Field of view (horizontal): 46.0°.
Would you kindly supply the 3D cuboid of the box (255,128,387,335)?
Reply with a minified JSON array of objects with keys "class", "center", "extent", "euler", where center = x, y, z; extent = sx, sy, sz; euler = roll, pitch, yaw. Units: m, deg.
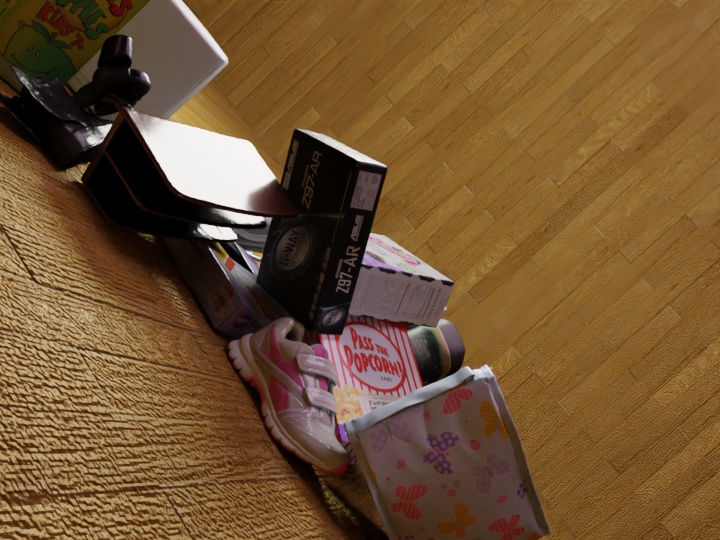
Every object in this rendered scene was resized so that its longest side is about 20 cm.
[{"class":"box","center":[-0.050,-0.049,0.997],"extent":[0.043,0.204,0.160],"euler":[6,18,-34]}]

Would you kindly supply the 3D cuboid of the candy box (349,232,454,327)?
[{"class":"candy box","center":[0.000,0.000,1.134],"extent":[0.198,0.073,0.167],"euler":[11,17,-43]}]

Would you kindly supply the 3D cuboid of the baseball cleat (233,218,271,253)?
[{"class":"baseball cleat","center":[-0.169,-0.073,1.211],"extent":[0.197,0.070,0.108],"euler":[16,46,-33]}]

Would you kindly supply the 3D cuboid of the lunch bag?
[{"class":"lunch bag","center":[0.088,0.206,0.892],"extent":[0.127,0.167,0.203],"euler":[-121,-173,-64]}]

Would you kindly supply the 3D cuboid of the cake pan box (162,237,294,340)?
[{"class":"cake pan box","center":[-0.160,0.021,1.071],"extent":[0.201,0.052,0.184],"euler":[53,3,34]}]

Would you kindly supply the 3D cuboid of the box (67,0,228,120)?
[{"class":"box","center":[-0.332,-0.326,1.266],"extent":[0.200,0.199,0.171],"euler":[48,2,-15]}]

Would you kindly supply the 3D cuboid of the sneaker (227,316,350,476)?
[{"class":"sneaker","center":[-0.063,0.125,0.904],"extent":[0.201,0.088,0.081],"euler":[52,6,29]}]

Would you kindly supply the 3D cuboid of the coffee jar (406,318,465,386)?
[{"class":"coffee jar","center":[0.049,0.131,1.198],"extent":[0.104,0.197,0.087],"euler":[-47,-120,55]}]

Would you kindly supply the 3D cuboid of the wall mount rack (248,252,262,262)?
[{"class":"wall mount rack","center":[-0.162,-0.060,1.323],"extent":[0.171,0.075,0.200],"euler":[26,12,-18]}]

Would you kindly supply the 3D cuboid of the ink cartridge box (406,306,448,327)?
[{"class":"ink cartridge box","center":[0.001,0.060,1.258],"extent":[0.197,0.085,0.175],"euler":[-7,32,-37]}]

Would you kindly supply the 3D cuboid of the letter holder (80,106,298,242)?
[{"class":"letter holder","center":[-0.184,-0.081,0.955],"extent":[0.198,0.101,0.143],"euler":[6,40,-55]}]

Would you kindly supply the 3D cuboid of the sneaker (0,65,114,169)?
[{"class":"sneaker","center":[-0.327,-0.171,0.932],"extent":[0.105,0.060,0.200],"euler":[53,7,-12]}]

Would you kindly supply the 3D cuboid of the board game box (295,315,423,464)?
[{"class":"board game box","center":[0.007,0.141,1.035],"extent":[0.149,0.046,0.202],"euler":[15,42,-32]}]

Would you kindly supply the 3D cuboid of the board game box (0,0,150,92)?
[{"class":"board game box","center":[-0.334,-0.292,0.956],"extent":[0.102,0.199,0.048],"euler":[44,6,-43]}]

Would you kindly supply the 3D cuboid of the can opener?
[{"class":"can opener","center":[-0.293,-0.212,0.998],"extent":[0.063,0.080,0.199],"euler":[20,-14,-25]}]
